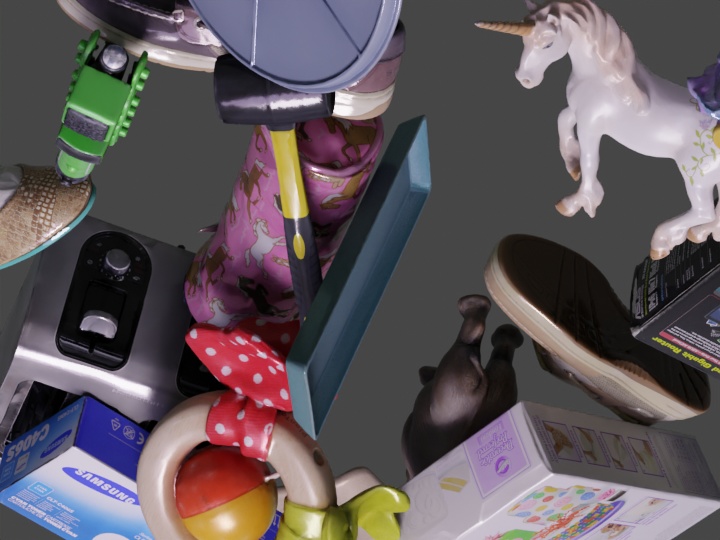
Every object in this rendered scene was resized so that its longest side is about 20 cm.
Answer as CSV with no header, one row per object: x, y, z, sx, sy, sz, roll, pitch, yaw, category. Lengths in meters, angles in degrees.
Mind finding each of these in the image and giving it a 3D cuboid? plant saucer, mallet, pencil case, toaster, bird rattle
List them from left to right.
-0.157,0.074,1.473,0.180,0.119,0.200,20,141,-11,toaster
-0.067,0.127,1.340,0.162,0.113,0.201,-25,106,23,bird rattle
-0.047,-0.039,1.241,0.065,0.041,0.201,3,129,3,mallet
-0.048,-0.036,1.339,0.086,0.083,0.200,30,140,1,pencil case
0.000,0.000,1.286,0.019,0.201,0.070,15,144,16,plant saucer

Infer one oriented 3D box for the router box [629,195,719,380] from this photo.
0.289,0.022,1.354,0.199,0.062,0.150,26,138,-20,router box

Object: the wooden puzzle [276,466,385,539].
-0.040,0.231,1.699,0.199,0.046,0.185,-16,135,29,wooden puzzle

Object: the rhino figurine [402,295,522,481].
0.058,0.109,1.481,0.059,0.088,0.200,15,141,-6,rhino figurine

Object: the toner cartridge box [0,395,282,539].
-0.133,0.162,1.445,0.200,0.043,0.095,34,134,-27,toner cartridge box

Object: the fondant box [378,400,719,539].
0.124,0.155,1.446,0.144,0.058,0.199,-38,148,29,fondant box

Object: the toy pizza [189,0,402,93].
-0.040,-0.188,1.114,0.200,0.032,0.201,30,133,38,toy pizza

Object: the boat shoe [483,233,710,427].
0.142,0.046,1.414,0.065,0.072,0.200,-28,134,36,boat shoe

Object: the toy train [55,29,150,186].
-0.153,-0.088,1.262,0.042,0.057,0.200,23,168,-7,toy train

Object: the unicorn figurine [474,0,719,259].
0.153,-0.083,1.248,0.199,0.074,0.138,13,132,1,unicorn figurine

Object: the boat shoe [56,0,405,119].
-0.069,-0.146,1.226,0.199,0.072,0.065,19,128,-5,boat shoe

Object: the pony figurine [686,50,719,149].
0.235,-0.149,1.082,0.192,0.201,0.167,10,151,25,pony figurine

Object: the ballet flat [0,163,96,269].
-0.256,-0.030,1.408,0.199,0.071,0.065,-25,126,34,ballet flat
